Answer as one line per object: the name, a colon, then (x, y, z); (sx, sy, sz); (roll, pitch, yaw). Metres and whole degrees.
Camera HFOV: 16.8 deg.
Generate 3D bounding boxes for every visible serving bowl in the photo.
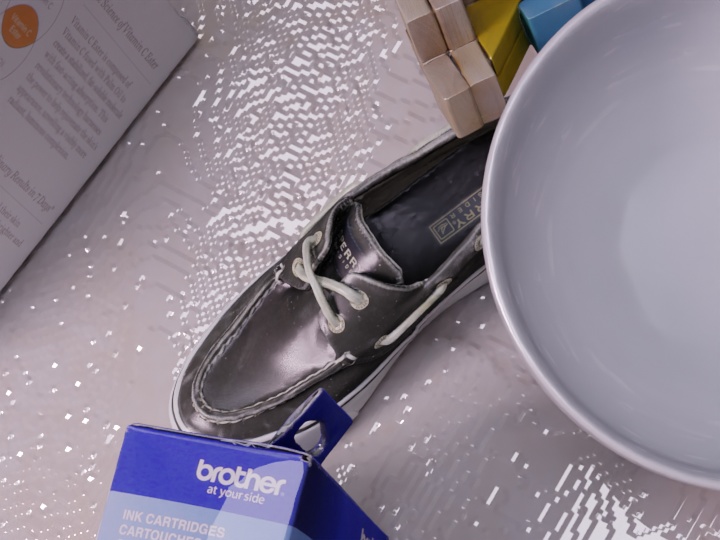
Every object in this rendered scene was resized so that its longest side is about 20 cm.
serving bowl: (0.141, -0.013, 0.918); (0.200, 0.066, 0.200); (1, 81, -4)

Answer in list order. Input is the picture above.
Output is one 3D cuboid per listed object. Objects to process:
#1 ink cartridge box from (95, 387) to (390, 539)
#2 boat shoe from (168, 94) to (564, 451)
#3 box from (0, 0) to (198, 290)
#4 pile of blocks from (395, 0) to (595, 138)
ink cartridge box: (-0.051, 0.141, 0.892); (0.076, 0.136, 0.200); (8, 74, 16)
boat shoe: (0.000, 0.000, 0.966); (0.200, 0.064, 0.071); (-40, 66, -1)
box: (-0.185, -0.074, 0.993); (0.106, 0.152, 0.200); (34, 82, 23)
pile of blocks: (0.071, -0.147, 0.967); (0.082, 0.062, 0.200); (4, 54, 24)
